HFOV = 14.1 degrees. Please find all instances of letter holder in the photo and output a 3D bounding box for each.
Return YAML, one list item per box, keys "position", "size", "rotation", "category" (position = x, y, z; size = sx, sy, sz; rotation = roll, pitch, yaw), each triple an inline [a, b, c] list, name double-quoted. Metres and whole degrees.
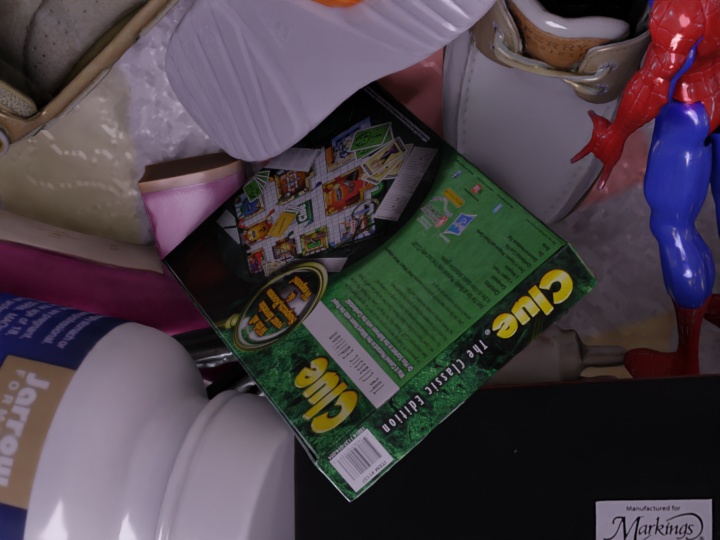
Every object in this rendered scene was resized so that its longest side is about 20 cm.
- position: [0.096, 0.093, 0.977]
  size: [0.199, 0.142, 0.101]
  rotation: [-4, 81, 24]
  category: "letter holder"

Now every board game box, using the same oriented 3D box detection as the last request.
- position: [0.000, 0.000, 0.974]
  size: [0.105, 0.200, 0.024]
  rotation: [-39, 116, -2]
  category: "board game box"

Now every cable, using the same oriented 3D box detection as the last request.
- position: [-0.006, 0.028, 1.043]
  size: [0.199, 0.051, 0.097]
  rotation: [-13, 135, 4]
  category: "cable"

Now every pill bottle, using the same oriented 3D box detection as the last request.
- position: [-0.117, 0.070, 1.011]
  size: [0.199, 0.120, 0.120]
  rotation: [12, 120, 17]
  category: "pill bottle"

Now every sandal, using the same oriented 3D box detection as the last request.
- position: [-0.005, -0.104, 1.000]
  size: [0.079, 0.059, 0.206]
  rotation: [49, 147, -6]
  category: "sandal"

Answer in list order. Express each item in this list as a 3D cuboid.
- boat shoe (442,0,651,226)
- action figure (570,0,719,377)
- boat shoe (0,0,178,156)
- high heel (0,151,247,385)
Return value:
- position: [0.068, -0.094, 0.996]
  size: [0.074, 0.069, 0.201]
  rotation: [13, 121, 3]
  category: "boat shoe"
- position: [0.111, -0.050, 0.970]
  size: [0.052, 0.065, 0.201]
  rotation: [37, 143, 37]
  category: "action figure"
- position: [-0.117, -0.091, 1.044]
  size: [0.200, 0.063, 0.073]
  rotation: [-30, 107, 25]
  category: "boat shoe"
- position: [-0.125, 0.019, 1.103]
  size: [0.199, 0.067, 0.097]
  rotation: [-12, 104, 4]
  category: "high heel"
